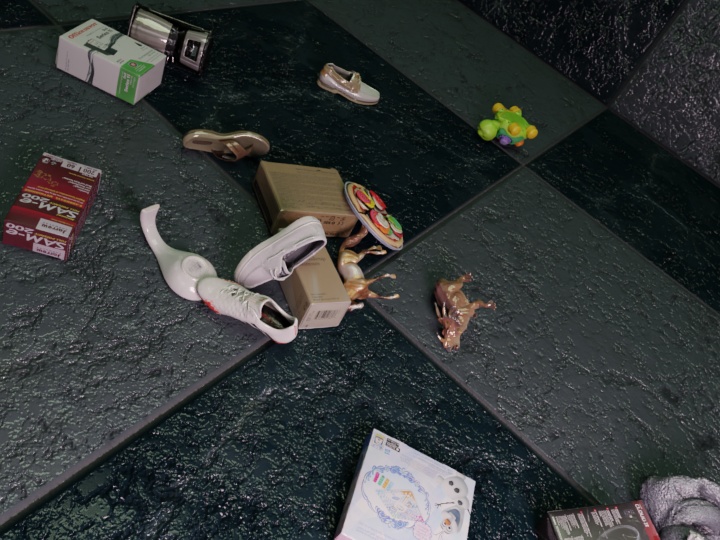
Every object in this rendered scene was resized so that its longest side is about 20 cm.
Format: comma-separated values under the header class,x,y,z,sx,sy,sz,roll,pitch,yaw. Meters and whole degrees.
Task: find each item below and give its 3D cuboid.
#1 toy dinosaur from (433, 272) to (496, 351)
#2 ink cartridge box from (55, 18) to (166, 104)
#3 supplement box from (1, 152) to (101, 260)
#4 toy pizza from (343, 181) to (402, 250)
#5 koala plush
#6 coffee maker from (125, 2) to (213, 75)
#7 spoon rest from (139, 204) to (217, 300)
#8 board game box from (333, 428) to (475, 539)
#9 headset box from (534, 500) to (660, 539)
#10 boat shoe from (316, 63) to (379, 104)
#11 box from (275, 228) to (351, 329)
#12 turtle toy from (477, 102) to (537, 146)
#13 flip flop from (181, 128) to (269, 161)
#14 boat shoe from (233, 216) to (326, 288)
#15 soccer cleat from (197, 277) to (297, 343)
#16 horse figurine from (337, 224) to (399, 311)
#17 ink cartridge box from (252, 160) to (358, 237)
class,x,y,z,sx,sy,sz,roll,pitch,yaw
toy dinosaur,0.197,0.069,1.415,0.135,0.086,0.200,-4,44,-26
ink cartridge box,-0.583,-0.492,1.525,0.199,0.083,0.147,25,39,-5
supplement box,-0.550,-0.118,1.167,0.108,0.061,0.201,16,42,-17
toy pizza,0.038,-0.132,1.501,0.200,0.032,0.200,44,20,-20
koala plush,0.575,0.482,1.149,0.183,0.178,0.200,27,38,15
coffee maker,-0.482,-0.598,1.661,0.199,0.135,0.193,17,40,-17
spoon rest,-0.343,-0.027,1.212,0.099,0.061,0.200,-30,81,-46
board game box,0.076,0.382,1.033,0.199,0.043,0.199,28,39,-3
headset box,0.416,0.475,1.079,0.199,0.077,0.149,-2,47,-13
boat shoe,-0.027,-0.559,1.951,0.199,0.069,0.075,13,42,-19
box,-0.104,0.012,1.287,0.095,0.078,0.200,-3,50,-33
turtle toy,0.475,-0.470,2.140,0.199,0.101,0.146,0,47,-31
flip flop,-0.305,-0.280,1.483,0.199,0.081,0.058,1,64,-29
boat shoe,-0.148,-0.019,1.220,0.069,0.199,0.072,60,4,36
soccer cleat,-0.199,0.063,1.161,0.199,0.085,0.069,31,61,-2
horse figurine,0.000,0.000,1.376,0.132,0.050,0.201,-10,60,-13
ink cartridge box,-0.124,-0.158,1.459,0.199,0.075,0.165,1,46,-31
